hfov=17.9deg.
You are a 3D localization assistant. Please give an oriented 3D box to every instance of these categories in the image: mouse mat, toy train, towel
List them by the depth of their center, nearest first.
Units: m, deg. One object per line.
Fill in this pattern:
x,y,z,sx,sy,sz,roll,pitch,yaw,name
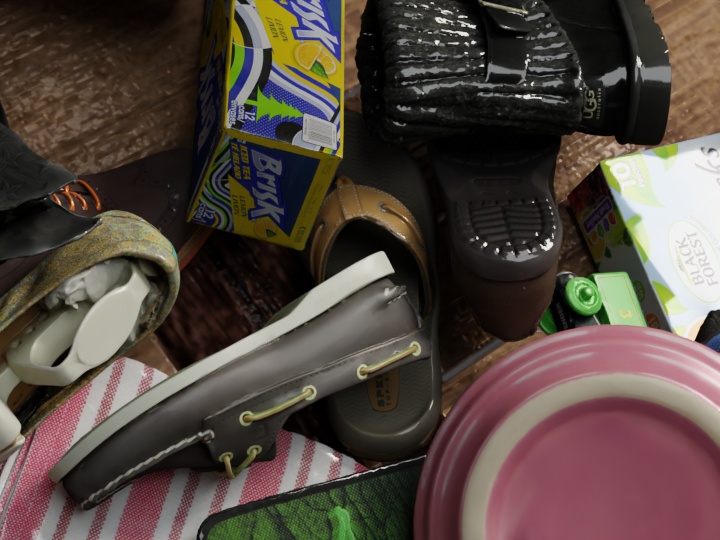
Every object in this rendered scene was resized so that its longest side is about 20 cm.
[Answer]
0.016,0.197,1.119,0.161,0.008,0.200,-13,80,-31,mouse mat
-0.085,0.132,1.126,0.200,0.030,0.147,25,60,-11,towel
0.145,0.091,1.184,0.056,0.042,0.200,-4,67,-34,toy train

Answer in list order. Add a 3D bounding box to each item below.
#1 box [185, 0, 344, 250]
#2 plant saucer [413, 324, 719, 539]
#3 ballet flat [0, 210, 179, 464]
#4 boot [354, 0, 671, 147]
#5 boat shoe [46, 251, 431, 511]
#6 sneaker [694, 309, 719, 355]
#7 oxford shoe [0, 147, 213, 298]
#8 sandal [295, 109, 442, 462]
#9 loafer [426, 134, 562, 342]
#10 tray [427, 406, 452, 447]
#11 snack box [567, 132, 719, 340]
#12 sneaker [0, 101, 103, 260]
-0.047,-0.105,1.193,0.064,0.070,0.200,14,41,-12,box
0.124,0.125,1.110,0.200,0.051,0.201,0,85,4,plant saucer
-0.163,0.051,1.076,0.200,0.071,0.071,-44,85,-12,ballet flat
0.074,-0.126,1.246,0.157,0.080,0.211,0,20,-4,boot
-0.055,0.064,1.104,0.201,0.072,0.061,-32,89,-20,boat shoe
0.236,0.097,1.185,0.200,0.090,0.078,56,38,-22,sneaker
-0.146,-0.018,1.136,0.200,0.073,0.071,-33,53,-31,oxford shoe
0.000,0.000,1.189,0.082,0.055,0.200,-7,65,5,sandal
0.069,-0.027,1.212,0.073,0.071,0.200,2,28,4,loafer
0.129,0.141,1.196,0.099,0.037,0.200,-28,78,-29,tray
0.235,-0.010,1.299,0.200,0.053,0.142,-14,70,-26,snack box
-0.211,-0.051,1.088,0.104,0.060,0.200,-31,39,-14,sneaker
